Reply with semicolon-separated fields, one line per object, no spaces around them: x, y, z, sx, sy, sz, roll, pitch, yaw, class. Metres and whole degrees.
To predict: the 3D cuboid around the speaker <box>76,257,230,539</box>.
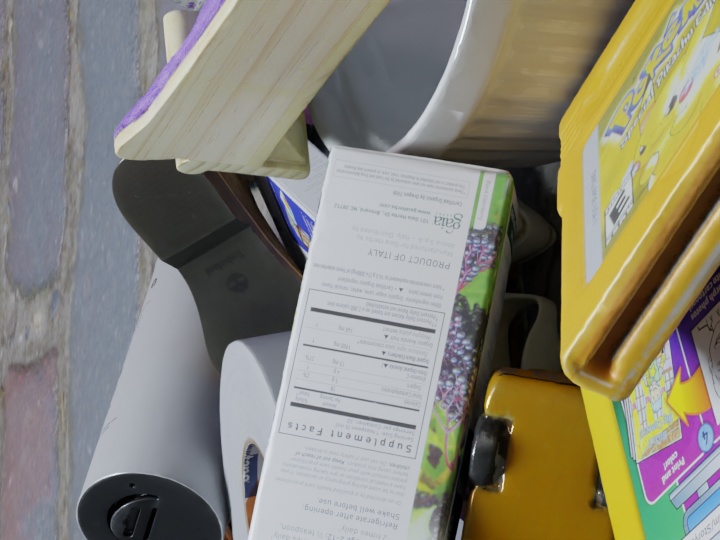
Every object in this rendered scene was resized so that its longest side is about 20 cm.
-0.095;0.070;1.262;0.200;0.081;0.081;-77;11;-49;speaker

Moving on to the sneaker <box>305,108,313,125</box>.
0.000;-0.164;1.196;0.200;0.080;0.089;127;152;-50;sneaker

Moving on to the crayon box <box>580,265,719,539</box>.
0.157;0.046;0.811;0.200;0.058;0.173;126;141;-49;crayon box

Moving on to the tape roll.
-0.013;0.127;1.103;0.200;0.066;0.201;172;90;-77;tape roll

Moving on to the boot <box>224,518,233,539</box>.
-0.071;0.201;1.275;0.155;0.074;0.200;-47;29;49;boot

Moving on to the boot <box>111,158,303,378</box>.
-0.055;0.001;1.220;0.073;0.200;0.076;-22;22;20;boot

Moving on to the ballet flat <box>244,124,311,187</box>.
-0.075;-0.086;1.373;0.200;0.074;0.074;-3;82;64;ballet flat

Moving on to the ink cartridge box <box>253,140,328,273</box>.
0.000;0.000;1.148;0.095;0.037;0.200;67;171;-28;ink cartridge box

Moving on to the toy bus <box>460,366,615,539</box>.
0.069;0.140;0.959;0.078;0.065;0.201;-49;-32;-81;toy bus

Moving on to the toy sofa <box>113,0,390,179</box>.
-0.035;-0.120;0.976;0.200;0.097;0.083;132;136;-55;toy sofa

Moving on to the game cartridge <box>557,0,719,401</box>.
0.123;-0.073;0.839;0.177;0.032;0.200;-59;13;27;game cartridge

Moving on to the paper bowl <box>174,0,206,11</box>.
-0.070;-0.241;1.251;0.201;0.104;0.201;-158;90;-82;paper bowl

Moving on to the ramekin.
0.057;-0.138;1.021;0.200;0.105;0.201;-175;90;-66;ramekin

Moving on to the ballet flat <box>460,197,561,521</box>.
0.059;0.016;1.046;0.071;0.069;0.201;-28;62;41;ballet flat

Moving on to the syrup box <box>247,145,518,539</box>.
0.009;0.057;0.967;0.079;0.081;0.201;61;-141;-76;syrup box
